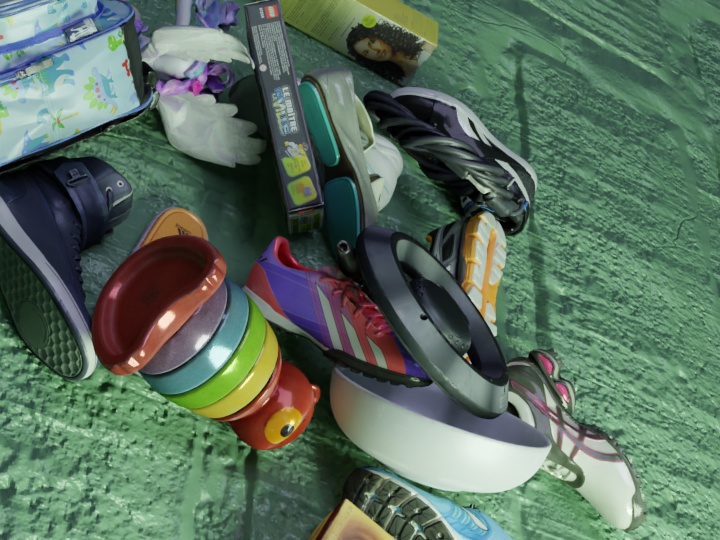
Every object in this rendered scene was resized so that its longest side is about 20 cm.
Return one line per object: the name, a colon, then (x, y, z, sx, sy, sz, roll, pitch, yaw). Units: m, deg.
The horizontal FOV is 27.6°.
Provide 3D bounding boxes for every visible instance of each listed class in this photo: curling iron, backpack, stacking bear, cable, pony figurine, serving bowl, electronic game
curling iron: (0.000, 0.000, 1.329, 0.049, 0.026, 0.200, 37, -7, 15)
backpack: (-0.298, -0.175, 1.206, 0.199, 0.148, 0.183, -31, 35, -26)
stacking bear: (-0.111, 0.073, 1.179, 0.200, 0.121, 0.114, 47, -5, -36)
cable: (0.067, -0.120, 1.452, 0.200, 0.051, 0.163, 39, 8, 39)
pony figurine: (-0.180, -0.195, 1.389, 0.192, 0.167, 0.201, 5, 46, 7)
serving bowl: (0.061, 0.144, 1.267, 0.199, 0.066, 0.200, 19, 5, -2)
electronic game: (0.064, 0.044, 1.279, 0.200, 0.042, 0.200, 46, 17, -19)

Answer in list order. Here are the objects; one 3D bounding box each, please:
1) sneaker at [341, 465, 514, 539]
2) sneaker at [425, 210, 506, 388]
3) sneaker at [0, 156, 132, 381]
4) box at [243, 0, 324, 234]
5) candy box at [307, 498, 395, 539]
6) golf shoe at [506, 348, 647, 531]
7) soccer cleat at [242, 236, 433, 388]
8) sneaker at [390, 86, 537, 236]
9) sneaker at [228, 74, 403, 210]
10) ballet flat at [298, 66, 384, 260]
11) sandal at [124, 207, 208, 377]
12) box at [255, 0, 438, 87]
sneaker: (0.069, 0.231, 1.253, 0.200, 0.079, 0.090, 35, 17, -6)
sneaker: (0.088, 0.036, 1.436, 0.078, 0.077, 0.201, 49, 47, -42)
sneaker: (-0.231, -0.012, 1.210, 0.146, 0.077, 0.203, -18, 65, -44)
box: (-0.072, -0.144, 1.389, 0.035, 0.110, 0.201, -12, 81, -4)
candy box: (0.030, 0.290, 1.163, 0.200, 0.056, 0.117, 41, 38, -3)
golf shoe: (0.192, 0.174, 1.405, 0.088, 0.077, 0.200, -26, 69, -28)
soccer cleat: (-0.016, 0.039, 1.282, 0.199, 0.074, 0.068, 27, 6, 26)
sneaker: (0.107, -0.112, 1.582, 0.199, 0.073, 0.112, 32, 38, -14)
sneaker: (-0.045, -0.128, 1.477, 0.200, 0.070, 0.080, 30, 43, -15)
ballet flat: (-0.007, -0.100, 1.422, 0.063, 0.067, 0.201, -18, 98, -32)
sandal: (-0.169, 0.001, 1.262, 0.079, 0.059, 0.207, 28, 41, -15)
box: (-0.014, -0.287, 1.647, 0.199, 0.075, 0.050, 26, 41, -17)
